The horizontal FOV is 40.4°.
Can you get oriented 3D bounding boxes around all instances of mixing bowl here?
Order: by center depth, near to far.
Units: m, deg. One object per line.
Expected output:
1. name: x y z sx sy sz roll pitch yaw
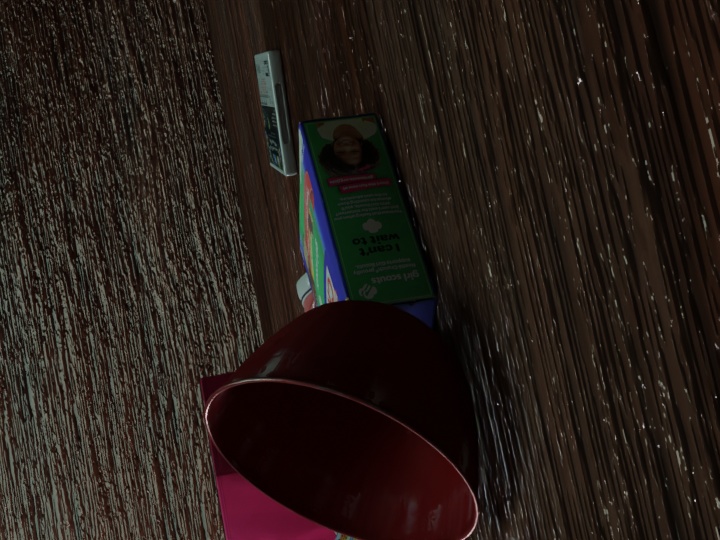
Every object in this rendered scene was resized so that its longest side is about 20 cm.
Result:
1. mixing bowl: 0.002 0.095 0.680 0.202 0.196 0.109 93 -161 -52

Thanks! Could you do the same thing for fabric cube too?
1. fabric cube: -0.113 0.266 1.403 0.201 0.195 0.199 -113 15 -52

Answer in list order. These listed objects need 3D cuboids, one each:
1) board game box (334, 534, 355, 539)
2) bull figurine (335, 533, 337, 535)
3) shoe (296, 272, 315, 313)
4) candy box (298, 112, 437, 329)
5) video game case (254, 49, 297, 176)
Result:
1. board game box: -0.007 0.322 1.047 0.136 0.034 0.203 -86 11 -55
2. bull figurine: -0.024 0.242 1.193 0.121 0.065 0.202 39 -158 -54
3. shoe: -0.025 0.067 1.080 0.201 0.070 0.093 90 166 -68
4. candy box: 0.000 0.000 0.829 0.171 0.075 0.203 93 163 -52
5. video game case: -0.134 -0.250 1.541 0.200 0.023 0.186 -139 41 -74
